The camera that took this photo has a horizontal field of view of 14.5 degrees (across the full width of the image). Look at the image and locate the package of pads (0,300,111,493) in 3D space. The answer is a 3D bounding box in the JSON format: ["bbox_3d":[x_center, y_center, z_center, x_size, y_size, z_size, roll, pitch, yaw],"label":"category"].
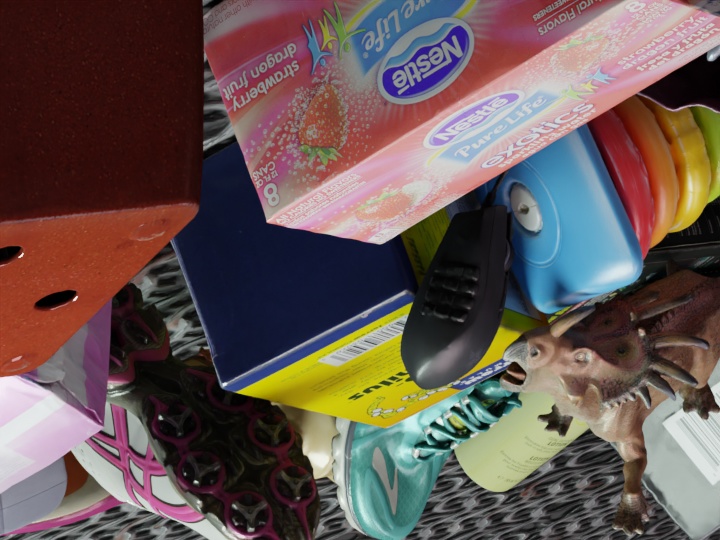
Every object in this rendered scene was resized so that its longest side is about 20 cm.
[{"bbox_3d":[-0.199,0.053,1.324,0.076,0.121,0.200,33,131,-32],"label":"package of pads"}]

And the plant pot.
[{"bbox_3d":[-0.161,-0.064,0.938,0.199,0.177,0.200,-7,158,-37],"label":"plant pot"}]

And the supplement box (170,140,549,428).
[{"bbox_3d":[0.000,0.000,1.417,0.109,0.109,0.200,-27,161,18],"label":"supplement box"}]

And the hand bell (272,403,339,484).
[{"bbox_3d":[-0.053,0.100,1.595,0.104,0.105,0.200,-34,171,36],"label":"hand bell"}]

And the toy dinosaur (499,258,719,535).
[{"bbox_3d":[0.150,0.038,1.469,0.200,0.086,0.136,-45,157,-43],"label":"toy dinosaur"}]

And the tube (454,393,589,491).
[{"bbox_3d":[0.133,0.062,1.650,0.200,0.052,0.058,-41,-171,38],"label":"tube"}]

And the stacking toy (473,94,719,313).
[{"bbox_3d":[0.160,-0.068,1.442,0.199,0.110,0.116,-25,180,-26],"label":"stacking toy"}]

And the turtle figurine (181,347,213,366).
[{"bbox_3d":[-0.073,0.063,1.518,0.199,0.065,0.161,-5,-172,43],"label":"turtle figurine"}]

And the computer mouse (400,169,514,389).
[{"bbox_3d":[0.074,-0.034,1.323,0.201,0.034,0.059,-66,153,-4],"label":"computer mouse"}]

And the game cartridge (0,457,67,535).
[{"bbox_3d":[-0.258,0.112,1.451,0.199,0.041,0.133,-13,-158,-22],"label":"game cartridge"}]

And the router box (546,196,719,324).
[{"bbox_3d":[0.137,0.003,1.660,0.149,0.062,0.200,-7,158,-40],"label":"router box"}]

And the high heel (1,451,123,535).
[{"bbox_3d":[-0.139,0.120,1.677,0.199,0.068,0.096,-21,152,-10],"label":"high heel"}]

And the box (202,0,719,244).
[{"bbox_3d":[0.044,-0.102,1.179,0.199,0.103,0.094,-29,161,28],"label":"box"}]

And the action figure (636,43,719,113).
[{"bbox_3d":[0.175,-0.129,1.272,0.200,0.134,0.149,-21,143,-53],"label":"action figure"}]

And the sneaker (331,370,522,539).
[{"bbox_3d":[0.047,0.065,1.572,0.077,0.080,0.201,8,112,-46],"label":"sneaker"}]

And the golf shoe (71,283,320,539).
[{"bbox_3d":[-0.092,0.087,1.411,0.072,0.200,0.092,-28,146,-32],"label":"golf shoe"}]

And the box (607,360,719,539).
[{"bbox_3d":[0.252,0.053,1.731,0.148,0.104,0.200,-39,-178,32],"label":"box"}]
